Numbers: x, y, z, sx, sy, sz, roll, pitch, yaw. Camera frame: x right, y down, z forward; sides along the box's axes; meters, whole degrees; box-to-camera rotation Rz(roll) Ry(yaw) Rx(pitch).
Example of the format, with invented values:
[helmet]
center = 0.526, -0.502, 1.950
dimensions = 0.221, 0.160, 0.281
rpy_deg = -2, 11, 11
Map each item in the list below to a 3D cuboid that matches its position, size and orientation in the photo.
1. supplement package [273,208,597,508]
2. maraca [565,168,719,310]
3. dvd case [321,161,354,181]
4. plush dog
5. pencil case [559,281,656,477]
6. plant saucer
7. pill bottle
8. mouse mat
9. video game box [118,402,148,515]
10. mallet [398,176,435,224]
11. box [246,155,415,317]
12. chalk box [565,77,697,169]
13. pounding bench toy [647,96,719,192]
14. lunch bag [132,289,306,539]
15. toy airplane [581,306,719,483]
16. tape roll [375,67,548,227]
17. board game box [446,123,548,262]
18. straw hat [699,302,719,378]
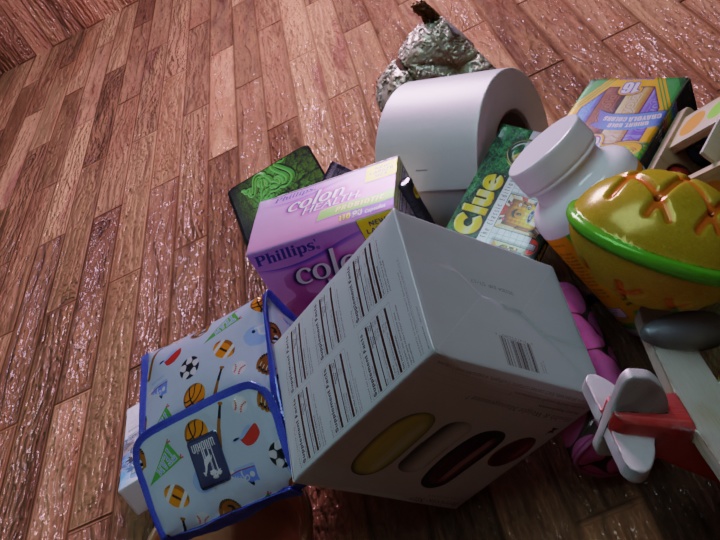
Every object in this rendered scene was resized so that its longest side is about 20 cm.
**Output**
[supplement package]
center = 0.059, 0.087, 0.767
dimensions = 0.200, 0.190, 0.148
rpy_deg = -47, 40, 35
[maraca]
center = 0.260, -0.018, 0.704
dimensions = 0.198, 0.108, 0.137
rpy_deg = 17, 26, 4
[dvd case]
center = -0.018, -0.055, 1.180
dimensions = 0.200, 0.016, 0.150
rpy_deg = 32, 97, 53
[plush dog]
center = 0.092, -0.305, 1.371
dimensions = 0.172, 0.160, 0.201
rpy_deg = -47, 31, 17
[pencil case]
center = 0.208, 0.100, 0.815
dimensions = 0.090, 0.094, 0.201
rpy_deg = -24, 37, 12
[plant saucer]
center = -0.133, 0.283, 0.887
dimensions = 0.198, 0.038, 0.201
rpy_deg = -20, 37, 16
[pill bottle]
center = 0.234, -0.045, 0.827
dimensions = 0.111, 0.200, 0.111
rpy_deg = -43, 10, 10
[mouse mat]
center = -0.131, -0.125, 1.414
dimensions = 0.160, 0.008, 0.200
rpy_deg = -31, 34, 0
[video game box]
center = -0.183, 0.170, 1.029
dimensions = 0.199, 0.047, 0.182
rpy_deg = -31, 21, 1
[mallet]
center = 0.090, -0.008, 0.940
dimensions = 0.041, 0.200, 0.066
rpy_deg = -15, 40, 30
[box]
center = 0.000, 0.000, 0.995
dimensions = 0.174, 0.201, 0.097
rpy_deg = -16, 37, 19
[chalk box]
center = 0.283, -0.105, 0.980
dimensions = 0.123, 0.125, 0.200
rpy_deg = 10, 50, 43
[pounding bench toy]
center = 0.404, -0.077, 0.870
dimensions = 0.125, 0.200, 0.156
rpy_deg = -53, 9, -27
[lunch bag]
center = -0.125, 0.145, 0.855
dimensions = 0.169, 0.124, 0.201
rpy_deg = -27, 46, 18
[toy airplane]
center = 0.267, 0.104, 0.646
dimensions = 0.200, 0.198, 0.142
rpy_deg = 44, 119, 18
[tape roll]
center = 0.128, -0.133, 1.063
dimensions = 0.138, 0.204, 0.203
rpy_deg = 1, 45, 37
[board game box]
center = 0.151, -0.058, 0.903
dimensions = 0.104, 0.024, 0.201
rpy_deg = 17, 67, 31
[straw hat]
center = 0.370, 0.031, 0.782
dimensions = 0.199, 0.085, 0.202
rpy_deg = -20, 36, 15
